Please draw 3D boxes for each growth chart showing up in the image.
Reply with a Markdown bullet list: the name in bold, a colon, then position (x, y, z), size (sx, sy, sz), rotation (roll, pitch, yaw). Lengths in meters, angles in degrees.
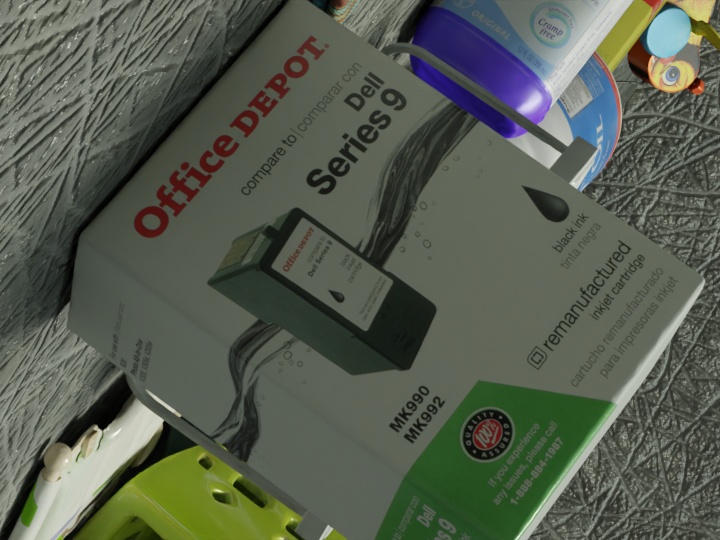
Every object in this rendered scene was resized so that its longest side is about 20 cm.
- **growth chart**: position (-0.121, 0.085, 1.244), size (0.200, 0.018, 0.145), rotation (-47, 171, -49)

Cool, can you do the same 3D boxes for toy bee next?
- **toy bee**: position (0.266, -0.205, 2.166), size (0.200, 0.108, 0.131), rotation (-48, -139, 26)

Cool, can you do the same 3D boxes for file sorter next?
- **file sorter**: position (0.000, 0.000, 1.184), size (0.200, 0.124, 0.139), rotation (-47, 170, -49)

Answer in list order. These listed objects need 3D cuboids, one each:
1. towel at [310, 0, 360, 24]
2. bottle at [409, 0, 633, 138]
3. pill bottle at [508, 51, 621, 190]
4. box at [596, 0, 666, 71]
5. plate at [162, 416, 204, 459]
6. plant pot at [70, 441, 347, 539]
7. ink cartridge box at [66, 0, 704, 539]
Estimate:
- **towel**: position (0.054, -0.193, 1.007), size (0.200, 0.022, 0.147), rotation (-50, 172, -32)
- **bottle**: position (0.111, -0.166, 1.298), size (0.200, 0.083, 0.065), rotation (-51, 173, -13)
- **pill bottle**: position (0.079, -0.073, 1.447), size (0.112, 0.112, 0.200), rotation (-56, 173, 25)
- **box**: position (0.210, -0.212, 1.964), size (0.200, 0.050, 0.075), rotation (-51, 174, -22)
- **plate**: position (-0.035, 0.073, 1.477), size (0.200, 0.026, 0.201), rotation (-35, 150, -24)
- **plant pot**: position (-0.066, 0.207, 1.379), size (0.199, 0.200, 0.181), rotation (-49, 173, 31)
- **ink cartridge box**: position (0.006, 0.013, 0.955), size (0.146, 0.200, 0.084), rotation (-51, 171, -27)
